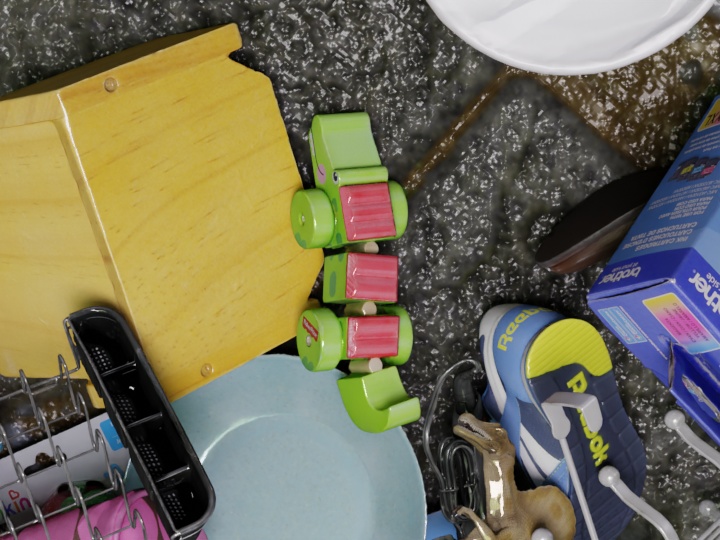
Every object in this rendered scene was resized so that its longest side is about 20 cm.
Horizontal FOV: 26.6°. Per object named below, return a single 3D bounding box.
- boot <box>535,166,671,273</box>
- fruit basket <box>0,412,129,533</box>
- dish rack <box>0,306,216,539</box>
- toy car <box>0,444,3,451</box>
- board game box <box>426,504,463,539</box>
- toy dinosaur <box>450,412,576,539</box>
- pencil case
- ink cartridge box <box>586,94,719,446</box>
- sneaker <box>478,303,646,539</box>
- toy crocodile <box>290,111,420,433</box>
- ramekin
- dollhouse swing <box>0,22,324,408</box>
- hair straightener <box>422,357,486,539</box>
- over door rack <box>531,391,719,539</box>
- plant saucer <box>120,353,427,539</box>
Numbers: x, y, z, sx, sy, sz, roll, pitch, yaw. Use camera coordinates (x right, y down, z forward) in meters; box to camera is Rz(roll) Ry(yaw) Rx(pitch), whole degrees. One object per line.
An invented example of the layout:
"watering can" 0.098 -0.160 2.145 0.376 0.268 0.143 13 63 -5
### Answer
"boot" 0.233 0.021 0.957 0.186 0.064 0.200 -28 108 10
"fruit basket" -0.181 0.209 1.031 0.185 0.094 0.200 -24 102 11
"dish rack" -0.197 0.123 0.846 0.200 0.153 0.055 -23 151 -18
"toy car" -0.315 0.083 0.974 0.200 0.175 0.150 43 66 4
"board game box" 0.068 0.249 1.049 0.158 0.039 0.200 4 100 -21
"toy dinosaur" 0.102 0.184 0.938 0.101 0.058 0.200 -41 118 -26
"pencil case" -0.193 0.195 0.944 0.200 0.094 0.091 -17 88 27
"ink cartridge box" 0.217 0.009 0.837 0.136 0.076 0.200 45 64 -16
"sneaker" 0.128 0.101 0.988 0.074 0.082 0.200 -32 124 -23
"toy crocodile" 0.000 0.000 0.938 0.067 0.062 0.200 -2 84 -26
"ramekin" 0.118 -0.218 0.867 0.202 0.094 0.203 1 108 3
"dollhouse swing" -0.158 -0.034 0.978 0.182 0.176 0.200 -27 109 -31
"hair straightener" 0.075 0.152 0.966 0.041 0.077 0.200 1 110 26
"over door rack" 0.169 0.113 0.918 0.067 0.148 0.200 21 135 42
"plant saucer" -0.053 0.155 0.975 0.201 0.039 0.201 -1 84 12
